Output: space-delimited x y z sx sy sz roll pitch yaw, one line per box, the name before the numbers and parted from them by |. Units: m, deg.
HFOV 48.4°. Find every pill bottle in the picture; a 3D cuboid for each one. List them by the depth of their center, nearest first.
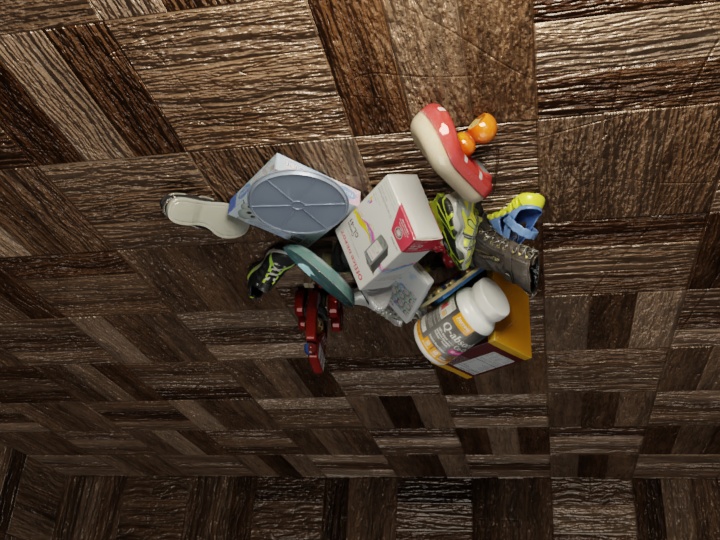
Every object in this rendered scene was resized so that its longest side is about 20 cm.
pill bottle | 0.218 0.109 1.732 0.115 0.118 0.199 25 129 -34

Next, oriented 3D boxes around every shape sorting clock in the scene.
shape sorting clock | 0.212 0.018 1.750 0.199 0.039 0.200 -36 174 -4

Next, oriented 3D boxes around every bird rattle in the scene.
bird rattle | 0.145 -0.082 1.665 0.161 0.115 0.200 8 165 26

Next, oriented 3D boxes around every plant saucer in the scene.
plant saucer | -0.084 0.006 1.726 0.199 0.028 0.200 39 171 7

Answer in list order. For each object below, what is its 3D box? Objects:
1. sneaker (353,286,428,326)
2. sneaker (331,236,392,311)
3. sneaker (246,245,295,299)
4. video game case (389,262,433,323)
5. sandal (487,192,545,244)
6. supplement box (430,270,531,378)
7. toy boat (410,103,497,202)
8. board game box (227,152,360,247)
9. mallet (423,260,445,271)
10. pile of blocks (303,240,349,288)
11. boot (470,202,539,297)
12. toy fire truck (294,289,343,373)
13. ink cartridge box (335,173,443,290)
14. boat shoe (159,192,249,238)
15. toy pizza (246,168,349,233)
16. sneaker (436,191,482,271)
sneaker | 0.065 0.082 1.932 0.196 0.101 0.075 3 154 5
sneaker | 0.000 0.000 1.713 0.074 0.203 0.114 -13 168 -29
sneaker | -0.205 0.012 1.858 0.071 0.084 0.200 18 148 -25
video game case | 0.070 0.005 1.747 0.024 0.182 0.201 -34 164 -25
sandal | 0.299 -0.078 1.627 0.078 0.088 0.200 12 152 -20
supplement box | 0.277 0.118 1.866 0.132 0.200 0.199 25 144 -34
toy boat | 0.179 -0.219 1.380 0.130 0.131 0.199 -41 136 13
board game box | -0.135 -0.136 1.620 0.198 0.044 0.198 22 146 -29
mallet | 0.150 -0.007 1.830 0.198 0.042 0.065 -24 145 34
pile of blocks | -0.067 0.003 1.846 0.081 0.063 0.200 18 149 -24
boot | 0.277 -0.056 1.563 0.173 0.069 0.202 26 144 44
toy fire truck | -0.107 0.147 1.999 0.110 0.171 0.201 1 152 5
ink cartridge box | 0.053 -0.073 1.565 0.085 0.149 0.200 -5 153 -41
boat shoe | -0.322 -0.116 1.663 0.198 0.075 0.060 7 -163 -40
toy pizza | -0.119 -0.138 1.542 0.196 0.032 0.201 1 148 1
sneaker | 0.199 -0.074 1.521 0.076 0.076 0.201 -28 144 -10
